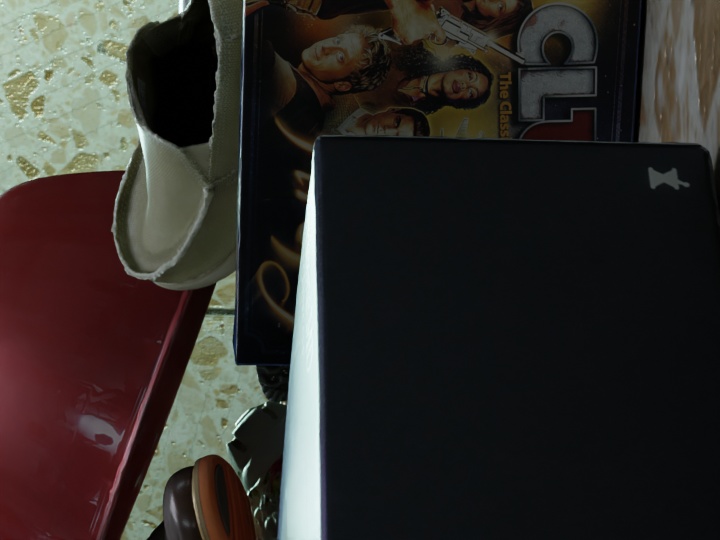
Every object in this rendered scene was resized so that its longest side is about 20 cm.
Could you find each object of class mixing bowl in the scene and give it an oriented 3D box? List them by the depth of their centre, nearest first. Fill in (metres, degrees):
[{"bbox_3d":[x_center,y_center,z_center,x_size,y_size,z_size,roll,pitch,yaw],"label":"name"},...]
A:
[{"bbox_3d":[-0.134,0.035,1.136,0.200,0.108,0.201,-160,90,-89],"label":"mixing bowl"}]

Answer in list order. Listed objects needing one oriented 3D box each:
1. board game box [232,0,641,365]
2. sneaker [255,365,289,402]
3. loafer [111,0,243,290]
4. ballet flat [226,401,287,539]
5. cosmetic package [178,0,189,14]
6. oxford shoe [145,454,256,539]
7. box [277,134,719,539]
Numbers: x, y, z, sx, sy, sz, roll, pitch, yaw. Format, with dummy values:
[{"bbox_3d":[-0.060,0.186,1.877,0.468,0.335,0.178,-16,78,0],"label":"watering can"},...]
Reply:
[{"bbox_3d":[0.026,-0.068,0.876,0.035,0.134,0.201,-108,19,-76],"label":"board game box"},{"bbox_3d":[-0.035,-0.030,1.361,0.093,0.070,0.201,-121,28,-73],"label":"sneaker"},{"bbox_3d":[-0.059,-0.060,0.967,0.200,0.068,0.076,127,139,-49],"label":"loafer"},{"bbox_3d":[-0.033,0.091,1.188,0.076,0.064,0.200,-46,0,-5],"label":"ballet flat"},{"bbox_3d":[-0.029,-0.227,1.614,0.200,0.166,0.167,-97,9,-63],"label":"cosmetic package"},{"bbox_3d":[-0.078,0.145,1.114,0.200,0.072,0.072,91,173,-55],"label":"oxford shoe"},{"bbox_3d":[0.037,0.099,0.738,0.199,0.122,0.201,97,173,-48],"label":"box"}]
